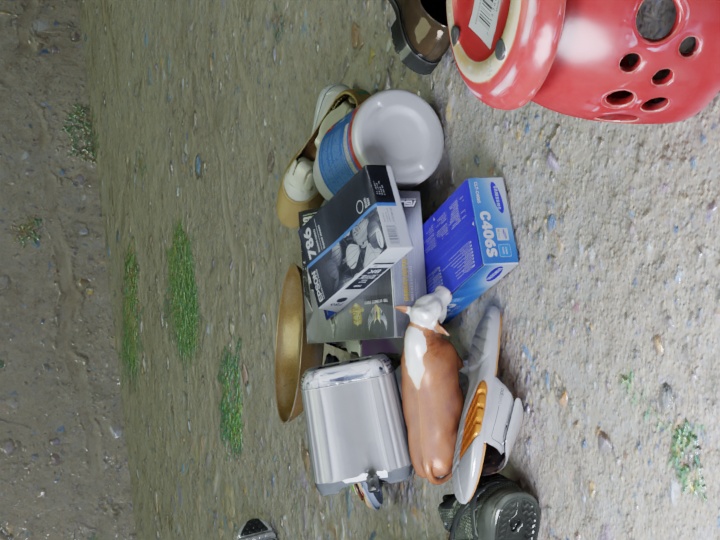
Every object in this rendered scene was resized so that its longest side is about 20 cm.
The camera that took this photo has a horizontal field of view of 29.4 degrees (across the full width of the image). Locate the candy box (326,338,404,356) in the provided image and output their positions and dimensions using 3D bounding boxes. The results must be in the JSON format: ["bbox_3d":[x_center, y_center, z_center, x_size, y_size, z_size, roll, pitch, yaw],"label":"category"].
[{"bbox_3d":[-0.003,0.010,1.712,0.200,0.071,0.170,-168,77,-69],"label":"candy box"}]

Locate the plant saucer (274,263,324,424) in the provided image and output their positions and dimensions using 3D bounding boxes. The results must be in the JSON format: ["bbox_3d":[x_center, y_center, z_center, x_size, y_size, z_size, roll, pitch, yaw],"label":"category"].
[{"bbox_3d":[-0.076,0.093,1.734,0.200,0.035,0.203,-177,90,-78],"label":"plant saucer"}]

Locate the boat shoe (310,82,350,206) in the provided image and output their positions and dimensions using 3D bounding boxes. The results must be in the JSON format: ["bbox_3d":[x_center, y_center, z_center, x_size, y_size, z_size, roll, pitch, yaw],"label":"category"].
[{"bbox_3d":[-0.040,-0.141,1.792,0.067,0.073,0.203,-140,52,-67],"label":"boat shoe"}]

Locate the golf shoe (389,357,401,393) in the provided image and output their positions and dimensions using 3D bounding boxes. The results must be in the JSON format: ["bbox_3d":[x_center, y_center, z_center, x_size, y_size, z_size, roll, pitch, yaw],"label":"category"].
[{"bbox_3d":[0.012,0.142,1.654,0.200,0.093,0.079,139,125,-67],"label":"golf shoe"}]

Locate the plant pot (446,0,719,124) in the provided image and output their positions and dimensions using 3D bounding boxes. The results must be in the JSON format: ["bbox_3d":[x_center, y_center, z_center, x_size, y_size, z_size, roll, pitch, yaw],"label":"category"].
[{"bbox_3d":[0.171,-0.216,1.060,0.200,0.180,0.204,179,90,-72],"label":"plant pot"}]

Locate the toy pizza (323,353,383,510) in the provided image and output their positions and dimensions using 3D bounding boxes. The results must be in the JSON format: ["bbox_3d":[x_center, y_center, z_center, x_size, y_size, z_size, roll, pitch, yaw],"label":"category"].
[{"bbox_3d":[-0.017,0.202,1.699,0.200,0.031,0.203,-19,-89,-86],"label":"toy pizza"}]

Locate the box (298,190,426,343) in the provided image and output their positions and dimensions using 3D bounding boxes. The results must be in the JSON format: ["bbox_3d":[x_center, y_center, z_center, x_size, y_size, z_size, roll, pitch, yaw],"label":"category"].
[{"bbox_3d":[0.000,0.000,1.558,0.199,0.048,0.161,-7,85,59],"label":"box"}]

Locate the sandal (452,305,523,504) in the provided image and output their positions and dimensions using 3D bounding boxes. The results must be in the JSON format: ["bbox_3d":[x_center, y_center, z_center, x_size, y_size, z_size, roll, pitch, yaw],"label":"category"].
[{"bbox_3d":[0.137,0.133,1.371,0.079,0.058,0.209,117,166,-63],"label":"sandal"}]

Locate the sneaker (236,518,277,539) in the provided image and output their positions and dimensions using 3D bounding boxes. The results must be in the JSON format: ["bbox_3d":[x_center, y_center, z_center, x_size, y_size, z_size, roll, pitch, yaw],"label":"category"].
[{"bbox_3d":[-0.160,0.500,2.204,0.081,0.074,0.202,105,155,-60],"label":"sneaker"}]

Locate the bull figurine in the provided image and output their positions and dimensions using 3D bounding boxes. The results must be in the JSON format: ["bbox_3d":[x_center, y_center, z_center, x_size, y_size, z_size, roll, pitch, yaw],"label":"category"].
[{"bbox_3d":[0.080,0.120,1.430,0.064,0.121,0.203,-2,83,25],"label":"bull figurine"}]

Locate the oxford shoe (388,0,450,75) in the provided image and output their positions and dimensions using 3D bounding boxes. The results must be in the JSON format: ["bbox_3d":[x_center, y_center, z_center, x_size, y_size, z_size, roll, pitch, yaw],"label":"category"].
[{"bbox_3d":[0.068,-0.317,1.510,0.084,0.072,0.202,-47,49,40],"label":"oxford shoe"}]

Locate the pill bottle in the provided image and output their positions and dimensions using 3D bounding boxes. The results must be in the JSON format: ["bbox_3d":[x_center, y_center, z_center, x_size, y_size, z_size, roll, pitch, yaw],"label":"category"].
[{"bbox_3d":[0.011,-0.133,1.599,0.200,0.111,0.114,157,109,-67],"label":"pill bottle"}]

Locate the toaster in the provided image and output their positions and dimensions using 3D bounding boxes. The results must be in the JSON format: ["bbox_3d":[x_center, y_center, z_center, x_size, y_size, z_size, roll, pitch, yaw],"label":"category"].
[{"bbox_3d":[-0.006,0.162,1.464,0.200,0.112,0.131,16,-117,-87],"label":"toaster"}]

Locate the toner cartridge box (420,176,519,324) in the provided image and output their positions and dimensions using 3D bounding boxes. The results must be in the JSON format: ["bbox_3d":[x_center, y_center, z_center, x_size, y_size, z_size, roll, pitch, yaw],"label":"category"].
[{"bbox_3d":[0.103,-0.017,1.460,0.200,0.043,0.096,133,130,-63],"label":"toner cartridge box"}]

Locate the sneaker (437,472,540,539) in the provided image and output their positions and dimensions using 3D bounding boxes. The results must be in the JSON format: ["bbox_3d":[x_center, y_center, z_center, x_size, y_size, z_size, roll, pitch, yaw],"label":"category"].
[{"bbox_3d":[0.124,0.297,1.396,0.114,0.075,0.202,-139,53,-66],"label":"sneaker"}]

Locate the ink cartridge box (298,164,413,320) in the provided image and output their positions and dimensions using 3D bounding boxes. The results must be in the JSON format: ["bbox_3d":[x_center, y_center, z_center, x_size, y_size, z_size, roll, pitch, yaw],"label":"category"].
[{"bbox_3d":[-0.017,-0.026,1.503,0.200,0.039,0.101,-43,57,51],"label":"ink cartridge box"}]

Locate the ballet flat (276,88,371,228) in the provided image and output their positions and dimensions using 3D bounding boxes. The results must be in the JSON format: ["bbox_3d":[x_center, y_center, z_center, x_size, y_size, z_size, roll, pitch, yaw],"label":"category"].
[{"bbox_3d":[-0.055,-0.145,1.727,0.068,0.063,0.201,35,99,18],"label":"ballet flat"}]
